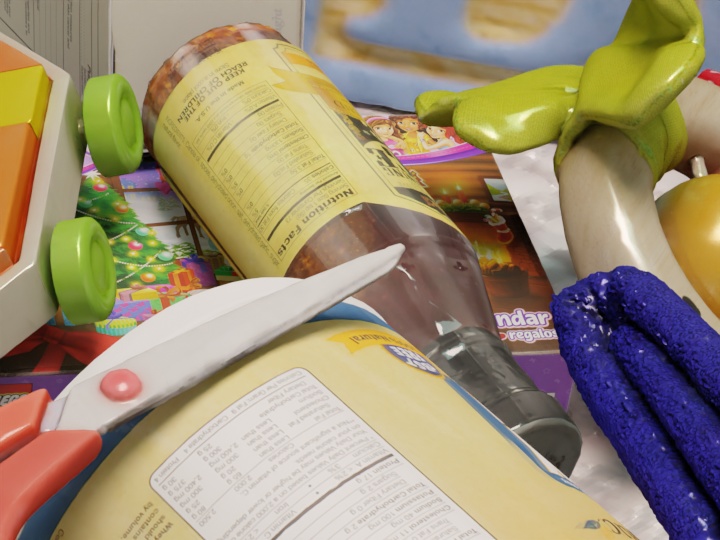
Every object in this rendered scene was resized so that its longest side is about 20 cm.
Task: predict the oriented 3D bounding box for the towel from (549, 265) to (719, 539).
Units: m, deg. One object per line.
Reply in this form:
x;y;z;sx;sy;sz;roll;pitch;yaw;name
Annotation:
0.135;0.091;0.762;0.200;0.050;0.148;44;3;-26;towel

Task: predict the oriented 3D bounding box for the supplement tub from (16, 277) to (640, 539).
0.009;0.110;0.729;0.144;0.145;0.200;-21;47;-35;supplement tub

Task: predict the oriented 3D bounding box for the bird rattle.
0.117;-0.017;0.955;0.200;0.112;0.164;23;50;-46;bird rattle

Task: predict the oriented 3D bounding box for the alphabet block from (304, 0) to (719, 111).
0.070;-0.185;1.099;0.195;0.196;0.200;12;38;0;alphabet block

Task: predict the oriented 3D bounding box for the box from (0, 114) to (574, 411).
-0.041;0.002;0.950;0.199;0.039;0.137;-2;38;-16;box

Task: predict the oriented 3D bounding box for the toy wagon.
-0.152;0.001;0.878;0.154;0.040;0.200;-9;41;13;toy wagon

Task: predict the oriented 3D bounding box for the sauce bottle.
0.000;0.000;0.879;0.066;0.066;0.200;-14;46;-28;sauce bottle

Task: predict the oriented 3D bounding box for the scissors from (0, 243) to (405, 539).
-0.073;0.032;0.694;0.073;0.014;0.200;27;49;26;scissors

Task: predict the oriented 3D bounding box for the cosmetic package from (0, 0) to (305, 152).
-0.091;-0.126;1.020;0.073;0.104;0.200;-8;27;-24;cosmetic package
